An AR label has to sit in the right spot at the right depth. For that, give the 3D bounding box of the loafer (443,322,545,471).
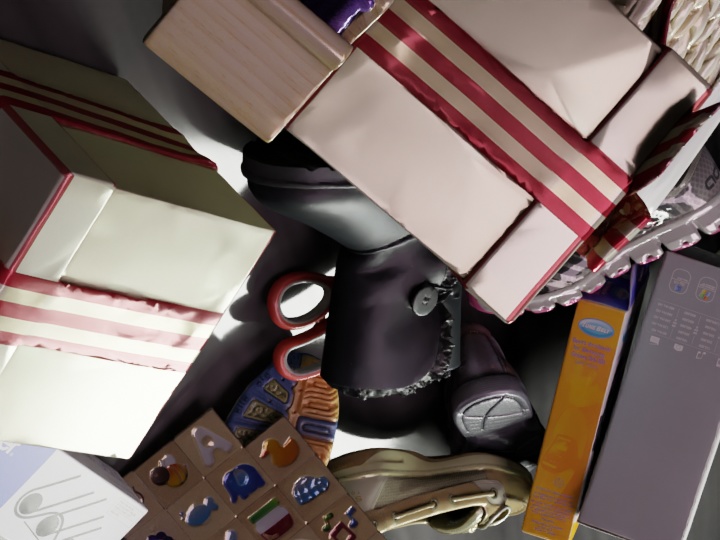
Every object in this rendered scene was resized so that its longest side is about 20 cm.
[{"bbox_3d":[0.093,0.097,1.664,0.072,0.063,0.200,-13,156,0],"label":"loafer"}]

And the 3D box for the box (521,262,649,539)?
[{"bbox_3d":[0.162,0.081,1.655,0.119,0.041,0.201,-42,145,-71],"label":"box"}]

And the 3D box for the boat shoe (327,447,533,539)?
[{"bbox_3d":[0.051,0.164,1.627,0.073,0.063,0.200,-23,158,34],"label":"boat shoe"}]

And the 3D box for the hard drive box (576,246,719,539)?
[{"bbox_3d":[0.227,0.088,1.662,0.156,0.076,0.201,-11,118,-79],"label":"hard drive box"}]

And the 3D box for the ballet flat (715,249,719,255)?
[{"bbox_3d":[0.306,-0.019,1.743,0.064,0.076,0.200,23,106,-31],"label":"ballet flat"}]

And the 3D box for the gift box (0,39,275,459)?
[{"bbox_3d":[-0.187,-0.002,1.219,0.186,0.184,0.200,16,108,-51],"label":"gift box"}]

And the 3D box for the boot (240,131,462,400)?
[{"bbox_3d":[0.000,0.000,1.445,0.200,0.076,0.169,-7,112,-46],"label":"boot"}]

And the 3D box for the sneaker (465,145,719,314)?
[{"bbox_3d":[0.155,-0.040,1.584,0.199,0.074,0.088,-25,110,3],"label":"sneaker"}]

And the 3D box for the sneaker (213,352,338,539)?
[{"bbox_3d":[-0.066,0.145,1.572,0.075,0.088,0.201,17,101,-3],"label":"sneaker"}]

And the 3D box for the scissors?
[{"bbox_3d":[0.022,0.004,1.535,0.200,0.014,0.073,-28,113,-23],"label":"scissors"}]

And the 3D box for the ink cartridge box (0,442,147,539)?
[{"bbox_3d":[-0.221,0.133,1.429,0.094,0.044,0.200,-45,142,0],"label":"ink cartridge box"}]

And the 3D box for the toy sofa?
[{"bbox_3d":[-0.050,-0.151,1.181,0.083,0.200,0.098,39,104,-17],"label":"toy sofa"}]

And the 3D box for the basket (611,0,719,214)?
[{"bbox_3d":[0.158,-0.156,1.423,0.123,0.136,0.200,15,114,-46],"label":"basket"}]

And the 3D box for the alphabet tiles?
[{"bbox_3d":[-0.074,0.196,1.534,0.166,0.006,0.200,-38,99,5],"label":"alphabet tiles"}]

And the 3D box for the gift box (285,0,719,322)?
[{"bbox_3d":[0.076,-0.102,1.242,0.187,0.185,0.200,41,100,-18],"label":"gift box"}]
